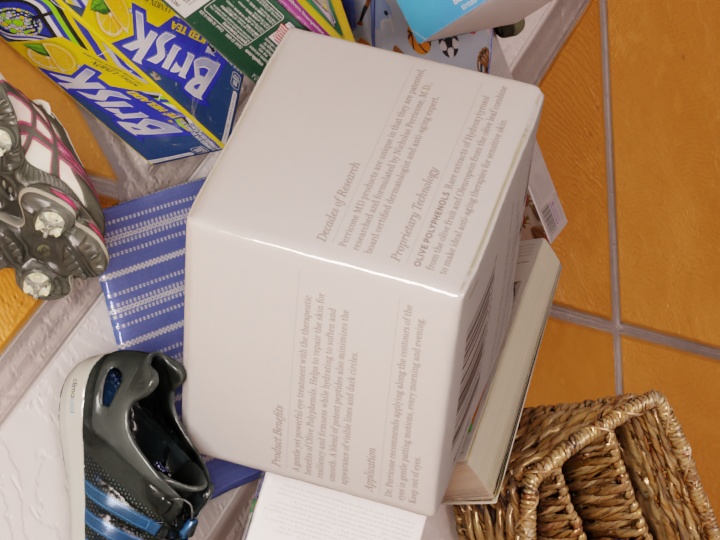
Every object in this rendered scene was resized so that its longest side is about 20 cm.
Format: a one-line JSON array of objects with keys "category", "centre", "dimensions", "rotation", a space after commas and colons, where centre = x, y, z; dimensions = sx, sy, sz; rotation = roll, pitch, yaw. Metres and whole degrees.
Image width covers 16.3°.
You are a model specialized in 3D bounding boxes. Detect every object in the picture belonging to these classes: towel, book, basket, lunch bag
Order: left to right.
[{"category": "towel", "centre": [-0.109, 0.047, 1.606], "dimensions": [0.145, 0.024, 0.201], "rotation": [-22, 99, -54]}, {"category": "lunch bag", "centre": [0.026, -0.208, 1.815], "dimensions": [0.160, 0.075, 0.201], "rotation": [13, 71, -49]}, {"category": "book", "centre": [0.052, 0.068, 1.735], "dimensions": [0.048, 0.133, 0.200], "rotation": [53, 43, -38]}, {"category": "basket", "centre": [0.172, 0.207, 1.868], "dimensions": [0.143, 0.149, 0.201], "rotation": [-46, 121, -50]}]

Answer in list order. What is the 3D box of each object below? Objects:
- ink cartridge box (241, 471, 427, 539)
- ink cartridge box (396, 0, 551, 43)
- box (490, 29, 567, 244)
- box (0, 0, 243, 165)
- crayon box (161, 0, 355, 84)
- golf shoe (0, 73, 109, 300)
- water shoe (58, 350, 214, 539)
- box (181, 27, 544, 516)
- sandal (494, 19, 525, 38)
[{"category": "ink cartridge box", "centre": [-0.025, 0.191, 1.602], "dimensions": [0.050, 0.109, 0.201], "rotation": [133, -26, -81]}, {"category": "ink cartridge box", "centre": [0.081, -0.282, 1.713], "dimensions": [0.147, 0.144, 0.200], "rotation": [-21, 82, -56]}, {"category": "box", "centre": [0.105, -0.111, 1.940], "dimensions": [0.041, 0.039, 0.200], "rotation": [-50, 124, -50]}, {"category": "box", "centre": [-0.155, -0.146, 1.538], "dimensions": [0.200, 0.064, 0.070], "rotation": [41, 50, -44]}, {"category": "crayon box", "centre": [-0.088, -0.210, 1.599], "dimensions": [0.200, 0.058, 0.173], "rotation": [40, 22, -45]}, {"category": "golf shoe", "centre": [-0.213, -0.075, 1.445], "dimensions": [0.088, 0.077, 0.200], "rotation": [-87, 153, -53]}, {"category": "water shoe", "centre": [-0.128, 0.147, 1.496], "dimensions": [0.071, 0.079, 0.201], "rotation": [-18, 98, -56]}, {"category": "box", "centre": [0.000, 0.000, 1.533], "dimensions": [0.200, 0.171, 0.199], "rotation": [-67, 167, -44]}, {"category": "sandal", "centre": [0.098, -0.279, 1.921], "dimensions": [0.080, 0.057, 0.202], "rotation": [-103, 175, -84]}]
